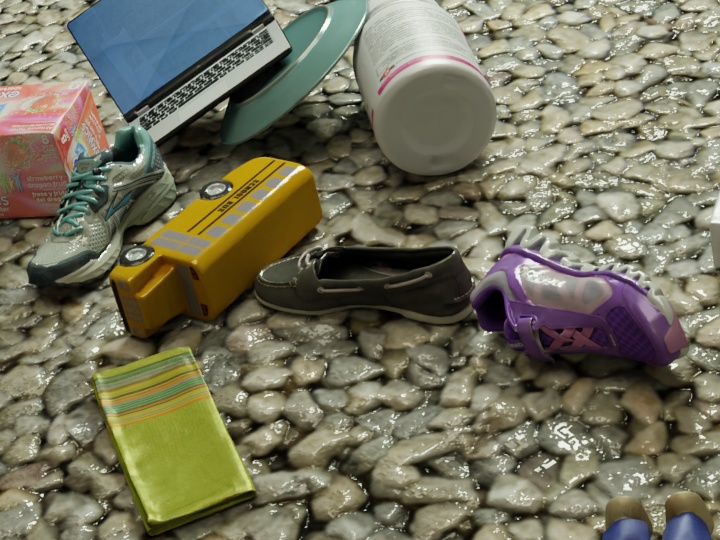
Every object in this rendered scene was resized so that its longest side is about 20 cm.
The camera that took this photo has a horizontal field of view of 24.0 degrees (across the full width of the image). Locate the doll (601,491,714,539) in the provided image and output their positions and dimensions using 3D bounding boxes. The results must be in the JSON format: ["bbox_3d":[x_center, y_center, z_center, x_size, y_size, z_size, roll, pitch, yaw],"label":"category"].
[{"bbox_3d":[0.185,0.214,1.008,0.135,0.049,0.200,-6,34,13],"label":"doll"}]

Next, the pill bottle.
[{"bbox_3d":[0.053,-0.183,1.586,0.113,0.114,0.200,-14,33,-1],"label":"pill bottle"}]

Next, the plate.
[{"bbox_3d":[-0.072,-0.203,1.656,0.200,0.026,0.201,-37,23,19],"label":"plate"}]

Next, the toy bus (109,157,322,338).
[{"bbox_3d":[-0.123,-0.019,1.452,0.078,0.065,0.200,15,42,34],"label":"toy bus"}]

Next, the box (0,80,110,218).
[{"bbox_3d":[-0.357,-0.115,1.651,0.199,0.095,0.103,-2,36,18],"label":"box"}]

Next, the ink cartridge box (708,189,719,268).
[{"bbox_3d":[0.378,-0.070,1.367,0.160,0.050,0.200,2,32,23],"label":"ink cartridge box"}]

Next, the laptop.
[{"bbox_3d":[-0.185,-0.231,1.688,0.187,0.116,0.200,-35,22,4],"label":"laptop"}]

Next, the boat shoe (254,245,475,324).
[{"bbox_3d":[0.000,0.000,1.385,0.199,0.057,0.067,5,37,25],"label":"boat shoe"}]

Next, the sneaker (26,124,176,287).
[{"bbox_3d":[-0.247,-0.061,1.539,0.077,0.087,0.200,5,37,27],"label":"sneaker"}]

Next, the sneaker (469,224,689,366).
[{"bbox_3d":[0.156,0.036,1.266,0.088,0.081,0.200,-37,34,-21],"label":"sneaker"}]

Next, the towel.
[{"bbox_3d":[-0.146,0.124,1.291,0.086,0.018,0.200,-21,34,-10],"label":"towel"}]
